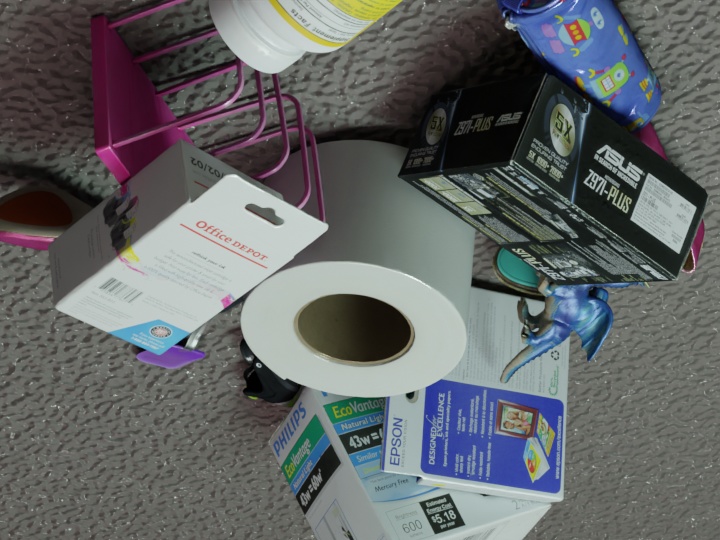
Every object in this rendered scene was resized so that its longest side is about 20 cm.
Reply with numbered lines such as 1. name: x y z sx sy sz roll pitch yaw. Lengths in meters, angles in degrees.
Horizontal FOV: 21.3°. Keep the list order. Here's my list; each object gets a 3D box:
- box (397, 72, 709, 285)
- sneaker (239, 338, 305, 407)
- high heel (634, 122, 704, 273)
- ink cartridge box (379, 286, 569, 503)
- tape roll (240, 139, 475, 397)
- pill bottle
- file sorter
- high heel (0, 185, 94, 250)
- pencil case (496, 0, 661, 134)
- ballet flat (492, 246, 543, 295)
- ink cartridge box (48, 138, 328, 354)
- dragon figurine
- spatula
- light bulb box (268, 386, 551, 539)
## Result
1. box: 0.163 -0.072 1.609 0.200 0.086 0.164 32 161 -27
2. sneaker: -0.076 0.079 1.876 0.082 0.072 0.200 3 143 -12
3. high heel: 0.243 -0.076 1.692 0.067 0.096 0.200 -23 141 22
4. ink cartridge box: 0.108 0.114 1.849 0.199 0.199 0.047 11 163 -20
5. tape roll: 0.000 0.000 1.696 0.202 0.140 0.203 5 143 4
6. pill bottle: -0.017 -0.234 1.420 0.112 0.113 0.200 27 133 -37
7. file sorter: -0.119 -0.111 1.552 0.125 0.140 0.200 -17 143 12
8. high heel: -0.250 -0.021 1.688 0.199 0.068 0.096 0 136 -32
9. pencil case: 0.175 -0.186 1.544 0.087 0.078 0.200 -43 138 0
10. ballet flat: 0.226 -0.010 1.813 0.199 0.071 0.071 -11 144 6
11. ink cartridge box: -0.135 -0.026 1.489 0.200 0.068 0.115 -35 138 28
12. dragon figurine: 0.199 0.043 1.765 0.099 0.059 0.201 16 114 -9
13. spatula: -0.148 0.050 1.867 0.056 0.021 0.200 17 137 -37
14. light bulb box: 0.047 0.202 1.908 0.198 0.201 0.125 -12 151 -34
